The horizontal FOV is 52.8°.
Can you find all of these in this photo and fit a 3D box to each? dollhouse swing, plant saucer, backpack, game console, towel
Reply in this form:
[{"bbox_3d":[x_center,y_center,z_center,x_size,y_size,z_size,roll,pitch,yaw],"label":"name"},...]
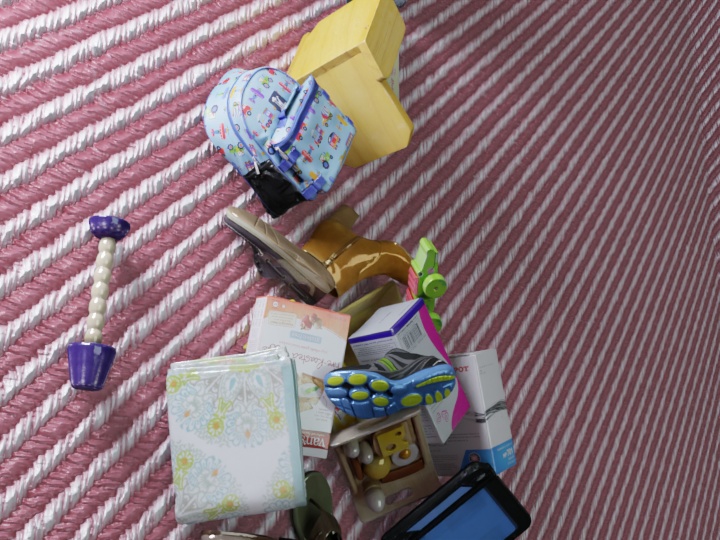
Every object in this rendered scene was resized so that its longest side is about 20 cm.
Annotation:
[{"bbox_3d":[0.004,-0.307,1.186,0.175,0.197,0.185,39,54,-32],"label":"dollhouse swing"},{"bbox_3d":[0.018,0.145,1.200,0.198,0.048,0.205,-27,101,-47],"label":"plant saucer"},{"bbox_3d":[-0.124,-0.213,1.076,0.200,0.133,0.185,46,49,-25],"label":"backpack"},{"bbox_3d":[0.156,0.412,1.151,0.117,0.199,0.176,52,6,26],"label":"game console"},{"bbox_3d":[-0.158,0.208,0.931,0.166,0.048,0.206,-6,82,-4],"label":"towel"}]

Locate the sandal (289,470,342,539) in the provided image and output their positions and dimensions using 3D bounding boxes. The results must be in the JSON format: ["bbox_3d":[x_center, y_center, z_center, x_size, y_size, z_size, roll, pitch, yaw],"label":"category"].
[{"bbox_3d":[-0.052,0.393,1.054,0.079,0.056,0.207,-5,84,-47],"label":"sandal"}]

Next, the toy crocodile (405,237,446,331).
[{"bbox_3d":[0.099,0.042,1.178,0.060,0.068,0.204,-8,128,-12],"label":"toy crocodile"}]

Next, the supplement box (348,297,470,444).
[{"bbox_3d":[0.080,0.164,1.153,0.101,0.102,0.204,-37,106,-45],"label":"supplement box"}]

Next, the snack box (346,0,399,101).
[{"bbox_3d":[0.023,-0.402,1.352,0.114,0.037,0.206,15,69,-44],"label":"snack box"}]

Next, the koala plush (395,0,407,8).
[{"bbox_3d":[0.091,-0.657,1.409,0.177,0.181,0.203,44,40,-31],"label":"koala plush"}]

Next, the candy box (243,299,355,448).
[{"bbox_3d":[-0.075,0.154,1.075,0.102,0.026,0.201,-44,105,-20],"label":"candy box"}]

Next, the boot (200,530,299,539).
[{"bbox_3d":[-0.137,0.425,0.947,0.198,0.069,0.150,26,64,-40],"label":"boot"}]

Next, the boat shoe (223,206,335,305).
[{"bbox_3d":[-0.126,-0.016,1.071,0.198,0.065,0.072,36,11,-22],"label":"boat shoe"}]

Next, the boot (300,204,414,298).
[{"bbox_3d":[0.000,-0.001,1.182,0.200,0.071,0.145,40,52,-6],"label":"boot"}]

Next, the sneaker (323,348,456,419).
[{"bbox_3d":[0.039,0.157,1.031,0.194,0.083,0.073,-5,110,-21],"label":"sneaker"}]

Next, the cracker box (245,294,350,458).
[{"bbox_3d":[-0.097,0.149,1.017,0.131,0.057,0.206,14,80,-25],"label":"cracker box"}]

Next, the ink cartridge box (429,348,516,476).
[{"bbox_3d":[0.179,0.250,1.275,0.085,0.144,0.206,-3,82,-48],"label":"ink cartridge box"}]

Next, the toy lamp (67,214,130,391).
[{"bbox_3d":[-0.312,0.038,0.863,0.057,0.057,0.206,16,69,-43],"label":"toy lamp"}]

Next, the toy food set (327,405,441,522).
[{"bbox_3d":[0.041,0.290,1.081,0.061,0.140,0.203,-115,-174,-49],"label":"toy food set"}]
